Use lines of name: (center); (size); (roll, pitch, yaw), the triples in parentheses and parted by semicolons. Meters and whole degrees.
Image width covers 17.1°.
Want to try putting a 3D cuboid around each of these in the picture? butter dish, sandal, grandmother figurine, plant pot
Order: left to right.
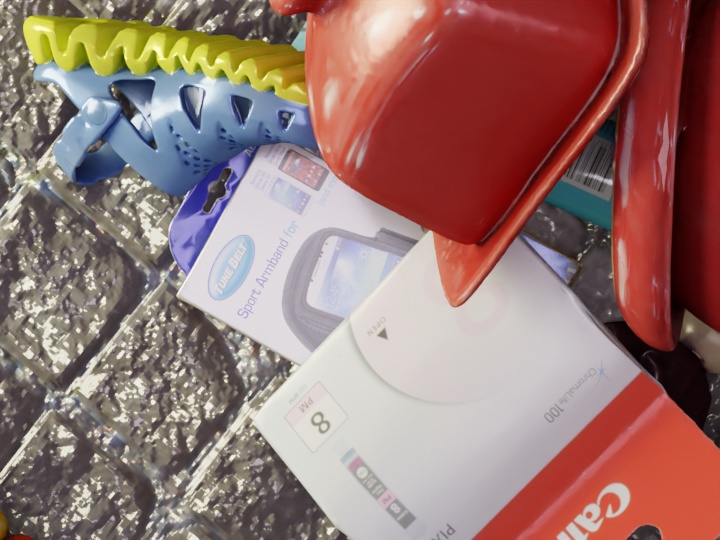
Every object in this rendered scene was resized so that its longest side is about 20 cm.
sandal: (-0.087, -0.078, 1.211); (0.199, 0.079, 0.087); (11, 100, 35)
butter dish: (0.028, -0.120, 1.093); (0.147, 0.200, 0.200); (13, 48, -22)
grandmother figurine: (0.132, 0.071, 1.213); (0.200, 0.121, 0.061); (-39, 45, -8)
plant pot: (0.212, -0.052, 1.099); (0.182, 0.200, 0.201); (5, 88, 11)

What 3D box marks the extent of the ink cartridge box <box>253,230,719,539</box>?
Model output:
ink cartridge box: (0.065, 0.087, 1.151); (0.163, 0.057, 0.200); (-46, 59, 8)

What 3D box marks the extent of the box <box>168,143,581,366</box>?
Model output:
box: (0.000, 0.000, 1.238); (0.200, 0.041, 0.119); (29, 89, 1)

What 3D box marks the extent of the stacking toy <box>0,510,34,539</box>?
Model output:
stacking toy: (-0.216, 0.138, 1.229); (0.200, 0.085, 0.085); (39, 90, -2)

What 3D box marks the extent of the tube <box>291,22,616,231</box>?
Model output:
tube: (0.057, -0.083, 1.236); (0.199, 0.050, 0.078); (26, 57, 5)

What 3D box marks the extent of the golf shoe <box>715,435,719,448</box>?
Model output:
golf shoe: (0.248, 0.156, 1.205); (0.092, 0.073, 0.200); (-29, 94, 3)
